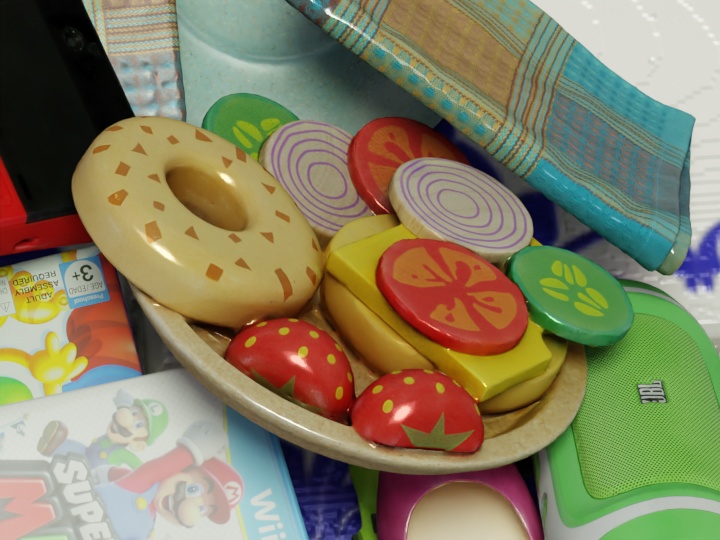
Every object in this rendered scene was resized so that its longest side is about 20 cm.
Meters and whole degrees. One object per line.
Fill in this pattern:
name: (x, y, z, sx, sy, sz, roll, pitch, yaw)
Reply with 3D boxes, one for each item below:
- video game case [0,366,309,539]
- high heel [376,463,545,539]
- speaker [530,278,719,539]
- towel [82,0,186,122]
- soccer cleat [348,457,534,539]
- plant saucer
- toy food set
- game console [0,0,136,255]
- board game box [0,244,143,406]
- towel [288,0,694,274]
video game case: (-0.113, 0.117, 0.931, 0.199, 0.018, 0.144, -11, 72, -21)
high heel: (0.046, 0.123, 0.954, 0.067, 0.096, 0.201, -4, 67, -4)
speaker: (0.110, 0.081, 0.994, 0.088, 0.089, 0.200, 4, 27, -4)
towel: (-0.174, -0.097, 1.047, 0.198, 0.022, 0.148, -6, 78, -4)
soccer cleat: (0.028, 0.059, 1.067, 0.081, 0.068, 0.201, 1, 69, -26)
plant saucer: (-0.040, -0.134, 1.133, 0.199, 0.039, 0.202, 1, 71, -4)
toy food set: (0.000, 0.000, 0.977, 0.200, 0.049, 0.197, 40, 35, 22)
game console: (-0.173, -0.096, 0.965, 0.176, 0.031, 0.201, -13, 73, -50)
board game box: (-0.123, 0.108, 1.008, 0.104, 0.103, 0.201, -14, 73, -10)
towel: (0.057, -0.087, 1.057, 0.200, 0.147, 0.022, 36, 115, -8)
